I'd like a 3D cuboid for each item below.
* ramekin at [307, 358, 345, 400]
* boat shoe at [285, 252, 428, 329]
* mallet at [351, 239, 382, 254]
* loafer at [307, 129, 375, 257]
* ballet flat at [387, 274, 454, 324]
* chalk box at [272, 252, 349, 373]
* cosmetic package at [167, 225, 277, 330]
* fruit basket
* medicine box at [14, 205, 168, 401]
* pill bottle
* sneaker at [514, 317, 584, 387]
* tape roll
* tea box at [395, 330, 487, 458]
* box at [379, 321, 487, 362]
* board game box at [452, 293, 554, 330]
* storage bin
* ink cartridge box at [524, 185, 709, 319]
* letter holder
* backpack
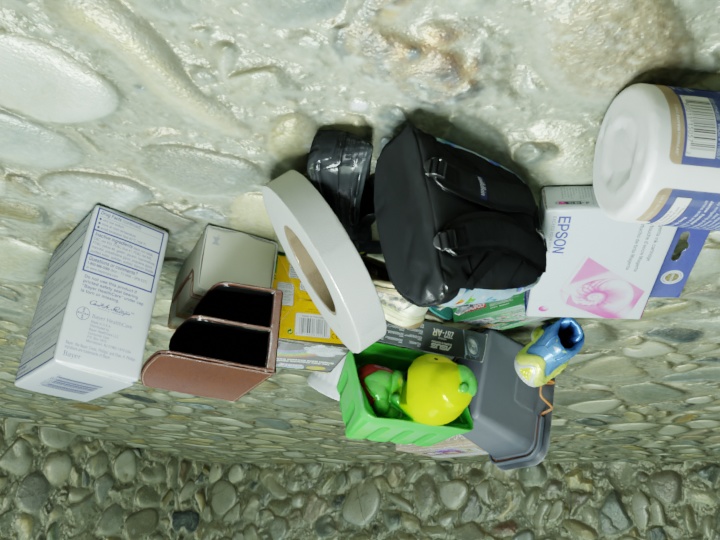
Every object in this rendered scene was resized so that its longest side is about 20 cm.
[{"bbox_3d":[0.012,0.174,1.102,0.196,0.100,0.200,17,179,0],"label":"ramekin"},{"bbox_3d":[0.000,0.000,0.791,0.197,0.074,0.064,25,124,4],"label":"boat shoe"},{"bbox_3d":[0.033,-0.024,0.719,0.065,0.042,0.198,-18,172,37],"label":"mallet"},{"bbox_3d":[-0.004,-0.070,0.663,0.069,0.069,0.202,7,154,12],"label":"loafer"},{"bbox_3d":[0.072,0.037,0.902,0.061,0.069,0.199,-3,156,32],"label":"ballet flat"},{"bbox_3d":[-0.087,0.076,0.940,0.122,0.127,0.200,8,157,-13],"label":"chalk box"},{"bbox_3d":[-0.198,0.025,0.878,0.101,0.089,0.200,14,154,-22],"label":"cosmetic package"},{"bbox_3d":[0.083,0.168,0.910,0.210,0.157,0.218,-8,137,-8],"label":"fruit basket"},{"bbox_3d":[-0.347,0.049,0.811,0.102,0.204,0.181,23,150,-34],"label":"medicine box"},{"bbox_3d":[0.309,-0.089,0.524,0.195,0.113,0.111,5,157,-3],"label":"pill bottle"},{"bbox_3d":[0.313,0.111,0.968,0.105,0.076,0.199,-46,171,34],"label":"sneaker"},{"bbox_3d":[-0.040,-0.007,0.663,0.037,0.204,0.204,-31,160,-13],"label":"tape roll"},{"bbox_3d":[0.177,0.241,1.182,0.132,0.201,0.198,21,152,-36],"label":"tea box"},{"bbox_3d":[0.082,0.101,0.997,0.195,0.045,0.160,12,174,-10],"label":"box"},{"bbox_3d":[0.253,0.050,0.925,0.133,0.030,0.198,11,157,-44],"label":"board game box"},{"bbox_3d":[0.229,0.198,1.020,0.133,0.203,0.145,29,147,-20],"label":"storage bin"},{"bbox_3d":[0.298,-0.015,0.725,0.195,0.044,0.198,1,140,9],"label":"ink cartridge box"},{"bbox_3d":[-0.195,0.090,0.787,0.139,0.103,0.200,12,156,-20],"label":"letter holder"},{"bbox_3d":[0.106,-0.039,0.627,0.196,0.167,0.153,-3,165,-32],"label":"backpack"}]
